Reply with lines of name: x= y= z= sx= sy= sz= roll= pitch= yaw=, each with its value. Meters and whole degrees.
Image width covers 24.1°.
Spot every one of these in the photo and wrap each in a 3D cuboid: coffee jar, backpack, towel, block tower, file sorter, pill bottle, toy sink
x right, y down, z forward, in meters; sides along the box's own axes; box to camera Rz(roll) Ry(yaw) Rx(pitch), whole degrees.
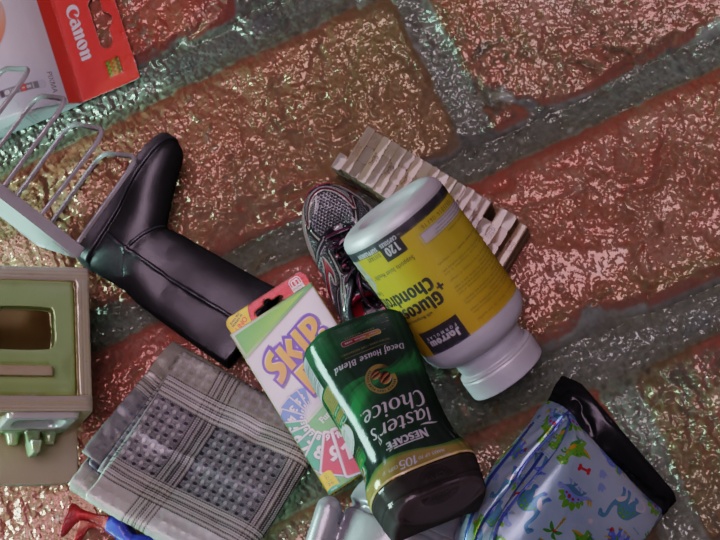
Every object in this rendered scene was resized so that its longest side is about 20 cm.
coffee jar: x=0.031 y=0.140 z=1.515 sx=0.104 sy=0.086 sz=0.201 roll=-19 pitch=61 yaw=-16
backpack: x=0.175 y=0.226 z=1.523 sx=0.200 sy=0.154 sz=0.163 roll=-41 pitch=102 yaw=1
towel: x=-0.158 y=0.179 z=1.635 sx=0.199 sy=0.035 sz=0.193 roll=26 pitch=62 yaw=16
block tower: x=0.070 y=-0.070 z=1.674 sx=0.199 sy=0.054 sz=0.058 roll=31 pitch=83 yaw=16
file sorter: x=-0.340 y=-0.124 z=1.675 sx=0.200 sy=0.139 sz=0.125 roll=40 pitch=79 yaw=-24
pill bottle: x=0.082 y=0.020 z=1.593 sx=0.112 sy=0.112 sz=0.200 roll=-37 pitch=99 yaw=0
toy sink: x=-0.334 y=0.103 z=1.652 sx=0.129 sy=0.112 sz=0.201 roll=2 pitch=74 yaw=-19

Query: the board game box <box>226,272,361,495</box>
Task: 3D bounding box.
board game box: x=-0.043 y=0.106 z=1.629 sx=0.095 sy=0.030 sz=0.201 roll=-33 pitch=79 yaw=-2

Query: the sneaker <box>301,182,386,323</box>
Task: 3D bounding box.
sneaker: x=0.000 y=0.000 z=1.659 sx=0.080 sy=0.075 sz=0.201 roll=-26 pitch=73 yaw=3

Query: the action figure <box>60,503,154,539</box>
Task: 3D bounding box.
action figure: x=-0.197 y=0.298 z=1.630 sx=0.199 sy=0.065 sz=0.100 roll=11 pitch=72 yaw=14

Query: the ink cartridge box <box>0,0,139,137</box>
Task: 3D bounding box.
ink cartridge box: x=-0.353 y=-0.241 z=1.798 sx=0.199 sy=0.050 sz=0.163 roll=-22 pitch=74 yaw=8

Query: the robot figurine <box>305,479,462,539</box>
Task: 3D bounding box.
robot figurine: x=0.026 y=0.271 z=1.567 sx=0.169 sy=0.113 sz=0.201 roll=26 pitch=81 yaw=-16

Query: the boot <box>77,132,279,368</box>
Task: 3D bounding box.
boot: x=-0.165 y=-0.021 z=1.699 sx=0.199 sy=0.066 sz=0.165 roll=33 pitch=93 yaw=19
